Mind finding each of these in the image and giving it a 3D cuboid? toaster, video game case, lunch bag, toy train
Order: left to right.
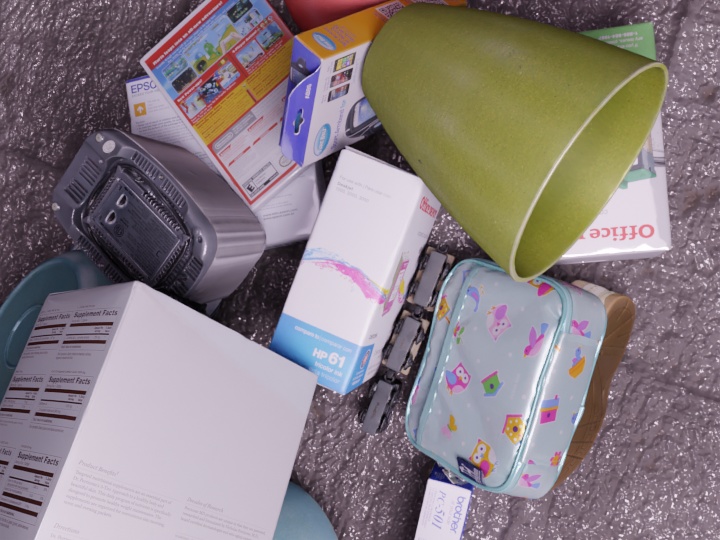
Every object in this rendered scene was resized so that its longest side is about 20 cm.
[{"bbox_3d":[-0.174,-0.040,0.728,0.200,0.129,0.114,43,108,13],"label":"toaster"},{"bbox_3d":[-0.113,-0.180,0.784,0.143,0.017,0.201,-38,82,8],"label":"video game case"},{"bbox_3d":[0.047,0.068,0.774,0.034,0.046,0.202,23,96,15],"label":"toy train"},{"bbox_3d":[0.121,0.095,0.710,0.160,0.077,0.202,21,93,49],"label":"lunch bag"}]

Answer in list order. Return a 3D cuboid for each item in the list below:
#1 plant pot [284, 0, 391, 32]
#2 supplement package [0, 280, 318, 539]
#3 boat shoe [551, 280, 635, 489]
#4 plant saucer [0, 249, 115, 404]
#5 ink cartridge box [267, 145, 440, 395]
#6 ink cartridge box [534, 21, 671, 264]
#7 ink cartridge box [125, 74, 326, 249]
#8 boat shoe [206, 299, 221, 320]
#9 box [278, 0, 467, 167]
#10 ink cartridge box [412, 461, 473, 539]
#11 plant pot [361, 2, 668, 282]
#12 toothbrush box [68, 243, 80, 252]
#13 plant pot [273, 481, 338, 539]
[{"bbox_3d":[-0.002,-0.311,0.718,0.198,0.177,0.203,0,89,12],"label":"plant pot"},{"bbox_3d":[-0.169,0.142,0.606,0.146,0.191,0.202,-6,60,44],"label":"supplement package"},{"bbox_3d":[0.191,0.109,0.737,0.065,0.072,0.202,27,102,47],"label":"boat shoe"},{"bbox_3d":[-0.301,0.066,0.726,0.199,0.027,0.202,-22,52,31],"label":"plant saucer"},{"bbox_3d":[0.000,0.000,0.733,0.084,0.144,0.202,20,94,11],"label":"ink cartridge box"},{"bbox_3d":[0.200,-0.107,0.720,0.145,0.084,0.202,-5,88,13],"label":"ink cartridge box"},{"bbox_3d":[-0.139,-0.117,0.817,0.194,0.043,0.202,-9,85,12],"label":"ink cartridge box"},{"bbox_3d":[-0.204,0.099,0.820,0.068,0.072,0.200,40,95,-27],"label":"boat shoe"},{"bbox_3d":[0.002,-0.171,0.694,0.199,0.120,0.041,-29,63,-32],"label":"box"},{"bbox_3d":[0.067,0.288,0.744,0.044,0.094,0.202,13,93,12],"label":"ink cartridge box"},{"bbox_3d":[0.102,-0.125,0.624,0.200,0.187,0.188,39,98,24],"label":"plant pot"},{"bbox_3d":[-0.294,0.082,0.793,0.200,0.085,0.147,-46,41,10],"label":"toothbrush box"},{"bbox_3d":[-0.131,0.300,0.733,0.199,0.134,0.202,-6,79,33],"label":"plant pot"}]
